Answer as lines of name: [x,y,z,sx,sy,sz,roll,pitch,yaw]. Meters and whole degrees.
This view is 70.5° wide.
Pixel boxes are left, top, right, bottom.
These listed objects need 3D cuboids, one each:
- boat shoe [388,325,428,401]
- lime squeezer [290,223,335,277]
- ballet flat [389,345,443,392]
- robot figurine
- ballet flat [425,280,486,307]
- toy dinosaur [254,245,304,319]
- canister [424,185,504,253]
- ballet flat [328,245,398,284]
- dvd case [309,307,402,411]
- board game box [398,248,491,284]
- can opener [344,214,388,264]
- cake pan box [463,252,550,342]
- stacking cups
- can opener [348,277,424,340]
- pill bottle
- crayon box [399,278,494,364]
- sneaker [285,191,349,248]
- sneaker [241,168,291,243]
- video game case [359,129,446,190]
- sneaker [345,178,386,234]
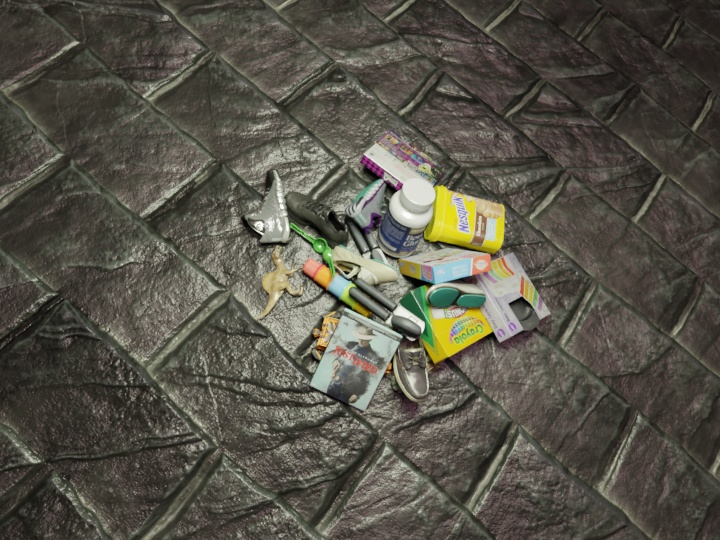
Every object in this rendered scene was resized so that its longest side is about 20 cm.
boat shoe: [0.113,0.192,1.152,0.071,0.065,0.202,-1,60,-18]
lime squeezer: [-0.096,-0.052,1.257,0.038,0.071,0.200,-45,60,8]
ballet flat: [0.155,0.219,1.220,0.200,0.064,0.076,-40,88,-24]
robot figurine: [-0.017,0.170,1.200,0.198,0.058,0.146,17,64,-6]
ballet flat: [0.215,0.051,1.208,0.198,0.069,0.070,7,65,-37]
toy dinosaur: [-0.190,0.040,1.224,0.100,0.058,0.202,4,60,5]
canister: [0.282,-0.134,1.377,0.198,0.087,0.150,13,67,-10]
ballet flat: [0.000,0.000,1.234,0.199,0.070,0.070,23,60,35]
dvd case: [-0.012,0.202,1.146,0.145,0.022,0.202,26,103,-2]
board game box: [0.202,-0.015,1.250,0.151,0.200,0.041,-12,100,-17]
can opener: [0.023,-0.067,1.304,0.052,0.067,0.201,-21,70,-21]
cake pan box: [0.378,0.068,1.312,0.183,0.052,0.202,-18,74,-35]
stacking cups: [-0.052,0.038,1.232,0.199,0.061,0.061,33,65,9]
can opener: [0.058,0.082,1.145,0.199,0.067,0.053,35,73,17]
pill bottle: [0.115,-0.130,1.263,0.110,0.201,0.112,7,56,-10]
crayon box: [0.213,0.110,1.243,0.199,0.058,0.174,-18,72,-42]
sneaker: [-0.105,-0.142,1.286,0.199,0.091,0.076,35,66,3]
sneaker: [-0.243,-0.160,1.270,0.114,0.075,0.202,-9,72,-14]
video game case: [0.120,-0.286,1.394,0.199,0.036,0.182,37,46,2]
sneaker: [0.030,-0.167,1.331,0.088,0.074,0.200,54,41,-14]
